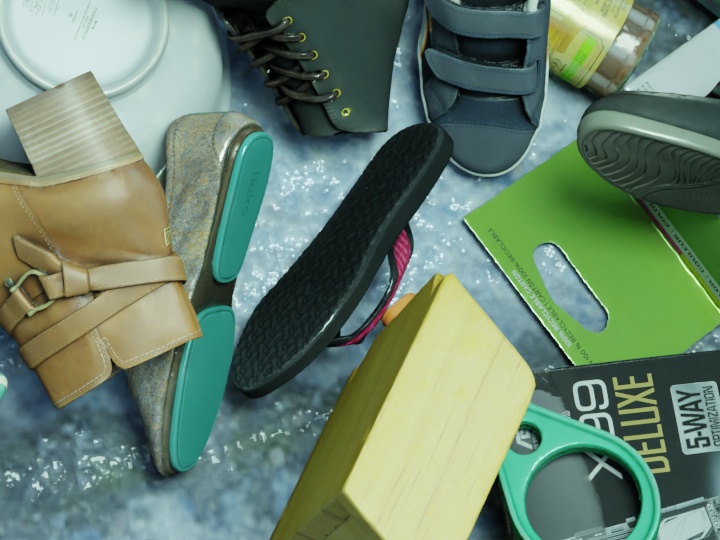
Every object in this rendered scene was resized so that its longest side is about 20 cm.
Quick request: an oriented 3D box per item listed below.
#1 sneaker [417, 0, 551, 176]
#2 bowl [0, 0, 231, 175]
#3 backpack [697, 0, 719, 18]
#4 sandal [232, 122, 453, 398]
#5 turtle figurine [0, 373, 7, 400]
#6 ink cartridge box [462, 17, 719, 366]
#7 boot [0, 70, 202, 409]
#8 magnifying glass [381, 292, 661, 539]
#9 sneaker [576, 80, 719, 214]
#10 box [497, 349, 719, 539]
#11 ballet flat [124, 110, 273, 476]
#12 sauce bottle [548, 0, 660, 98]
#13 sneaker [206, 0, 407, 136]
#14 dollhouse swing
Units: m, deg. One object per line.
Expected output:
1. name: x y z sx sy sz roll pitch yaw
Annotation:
1. sneaker: 0.070 -0.145 1.485 0.078 0.079 0.201 2 106 4
2. bowl: -0.160 -0.125 1.455 0.200 0.090 0.202 5 72 -14
3. backpack: 0.235 -0.227 1.575 0.200 0.127 0.167 35 79 -3
4. sandal: 0.000 0.000 1.473 0.045 0.075 0.200 53 57 -28
5. turtle figurine: -0.252 0.067 1.357 0.149 0.101 0.201 -4 96 2
6. ink cartridge box: 0.185 -0.037 1.527 0.200 0.076 0.148 -35 84 -23
7. boot: -0.189 0.001 1.396 0.199 0.077 0.156 -23 95 11
8. magnifying glass: 0.084 0.087 1.433 0.079 0.022 0.200 -38 65 -12
9. sneaker: 0.211 -0.092 1.479 0.199 0.075 0.107 11 66 -21
10. box: 0.161 0.147 1.442 0.157 0.050 0.201 -5 63 -4
11. ballet flat: -0.099 0.009 1.436 0.067 0.068 0.201 15 92 23
12. sauce bottle: 0.078 -0.174 1.550 0.199 0.065 0.065 30 68 -2
13. sneaker: -0.042 -0.130 1.444 0.199 0.075 0.107 3 88 -48
14. dollhouse swing: 0.061 0.135 1.372 0.175 0.200 0.182 29 68 -4
